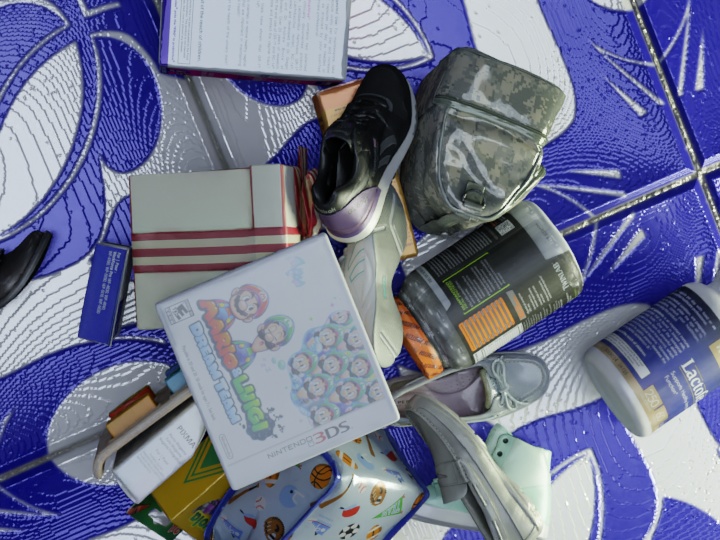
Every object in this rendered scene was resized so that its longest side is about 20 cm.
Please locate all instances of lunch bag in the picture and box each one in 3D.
[{"bbox_3d":[-0.054,0.262,1.647,0.200,0.170,0.124,-48,52,17],"label":"lunch bag"},{"bbox_3d":[0.116,-0.124,1.653,0.138,0.200,0.169,23,83,-9],"label":"lunch bag"}]

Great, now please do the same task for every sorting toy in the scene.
[{"bbox_3d":[-0.205,0.128,1.625,0.200,0.185,0.037,-41,96,-5],"label":"sorting toy"}]

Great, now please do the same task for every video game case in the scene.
[{"bbox_3d":[-0.080,0.089,1.530,0.181,0.024,0.201,-23,97,-3],"label":"video game case"}]

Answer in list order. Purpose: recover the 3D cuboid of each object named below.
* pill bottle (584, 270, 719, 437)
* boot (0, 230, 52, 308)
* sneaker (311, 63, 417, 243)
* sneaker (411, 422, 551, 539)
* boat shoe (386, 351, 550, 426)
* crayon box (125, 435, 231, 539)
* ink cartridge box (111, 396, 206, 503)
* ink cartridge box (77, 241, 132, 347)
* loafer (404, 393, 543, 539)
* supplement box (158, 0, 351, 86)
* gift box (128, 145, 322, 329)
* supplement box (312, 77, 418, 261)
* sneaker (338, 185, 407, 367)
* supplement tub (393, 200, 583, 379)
[{"bbox_3d":[0.357,0.085,1.727,0.199,0.116,0.116,-34,95,-4],"label":"pill bottle"},{"bbox_3d":[-0.445,-0.014,1.654,0.174,0.069,0.200,44,89,-7],"label":"boot"},{"bbox_3d":[0.003,-0.135,1.596,0.075,0.088,0.201,4,66,24],"label":"sneaker"},{"bbox_3d":[0.115,0.225,1.732,0.199,0.074,0.119,9,78,0],"label":"sneaker"},{"bbox_3d":[0.115,0.135,1.726,0.200,0.065,0.075,-7,93,-6],"label":"boat shoe"},{"bbox_3d":[-0.140,0.224,1.670,0.200,0.127,0.051,-41,60,-3],"label":"crayon box"},{"bbox_3d":[-0.171,0.152,1.644,0.199,0.163,0.057,-36,96,-4],"label":"ink cartridge box"},{"bbox_3d":[-0.261,0.021,1.610,0.039,0.200,0.100,11,89,-7],"label":"ink cartridge box"},{"bbox_3d":[0.111,0.219,1.659,0.070,0.070,0.200,-39,85,-16],"label":"loafer"},{"bbox_3d":[-0.114,-0.256,1.668,0.198,0.101,0.104,2,92,-6],"label":"supplement box"},{"bbox_3d":[-0.126,-0.033,1.638,0.185,0.200,0.186,-2,97,9],"label":"gift box"},{"bbox_3d":[0.005,-0.104,1.705,0.068,0.067,0.202,-18,93,-6],"label":"supplement box"},{"bbox_3d":[0.000,0.000,1.644,0.080,0.070,0.202,-2,79,36],"label":"sneaker"},{"bbox_3d":[0.131,0.024,1.696,0.199,0.123,0.123,-32,95,-4],"label":"supplement tub"}]
